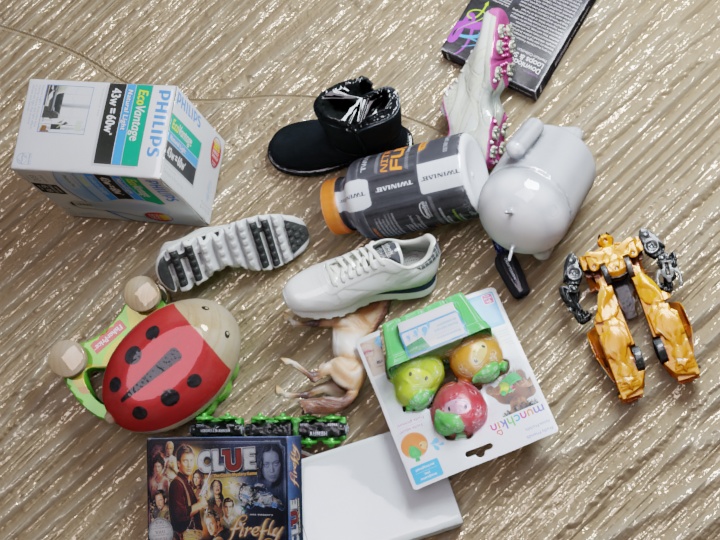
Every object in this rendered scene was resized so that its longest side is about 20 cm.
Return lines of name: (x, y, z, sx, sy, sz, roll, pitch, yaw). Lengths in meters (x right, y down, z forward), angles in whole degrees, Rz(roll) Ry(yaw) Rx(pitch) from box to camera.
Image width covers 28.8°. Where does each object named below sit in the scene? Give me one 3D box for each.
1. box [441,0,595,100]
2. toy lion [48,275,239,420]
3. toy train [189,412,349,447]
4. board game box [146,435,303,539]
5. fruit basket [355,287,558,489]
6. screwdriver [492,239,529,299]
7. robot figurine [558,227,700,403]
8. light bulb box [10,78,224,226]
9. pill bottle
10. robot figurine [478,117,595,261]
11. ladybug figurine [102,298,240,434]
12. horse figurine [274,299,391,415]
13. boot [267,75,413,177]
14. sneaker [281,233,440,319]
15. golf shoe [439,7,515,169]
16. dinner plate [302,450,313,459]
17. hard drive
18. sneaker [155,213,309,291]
box: (0.215, -0.335, 1.826, 0.143, 0.036, 0.200, 28, 79, 19)
toy lion: (-0.262, 0.119, 1.771, 0.200, 0.069, 0.192, -40, 77, -3)
toy train: (-0.109, 0.194, 1.713, 0.199, 0.056, 0.042, -1, 85, 11)
board game box: (-0.162, 0.264, 1.660, 0.199, 0.035, 0.136, -5, 83, 27)
fruit basket: (0.110, 0.133, 1.655, 0.185, 0.094, 0.200, -21, 61, -1)
screwdriver: (0.163, -0.055, 1.748, 0.029, 0.028, 0.201, -32, 70, 32)
robot figurine: (0.321, 0.049, 1.669, 0.145, 0.058, 0.201, -19, 71, 5)
light bulb box: (-0.303, -0.148, 1.785, 0.199, 0.198, 0.125, 5, 76, 14)
pill bottle: (0.052, -0.098, 1.736, 0.199, 0.106, 0.107, -12, 70, 22)
robot figurine: (0.211, -0.097, 1.682, 0.113, 0.170, 0.200, 0, 36, 32)
ladybug figurine: (-0.235, 0.118, 1.708, 0.200, 0.072, 0.136, -45, 84, -2)
horse figurine: (-0.033, 0.098, 1.720, 0.132, 0.050, 0.201, 8, 59, -6)
boot: (-0.037, -0.182, 1.757, 0.199, 0.168, 0.077, 0, 73, 12)
sneaker: (0.000, 0.000, 1.710, 0.199, 0.081, 0.077, -15, 61, -12)
golf shoe: (0.142, -0.231, 1.767, 0.091, 0.075, 0.201, 9, 95, 26)
dinner plate: (-0.103, 0.312, 1.692, 0.199, 0.024, 0.201, -3, 72, 10)
hard drive: (0.006, 0.269, 1.662, 0.199, 0.027, 0.132, -17, 70, -6)
sneaker: (-0.166, -0.034, 1.790, 0.199, 0.081, 0.075, -13, 109, -8)
